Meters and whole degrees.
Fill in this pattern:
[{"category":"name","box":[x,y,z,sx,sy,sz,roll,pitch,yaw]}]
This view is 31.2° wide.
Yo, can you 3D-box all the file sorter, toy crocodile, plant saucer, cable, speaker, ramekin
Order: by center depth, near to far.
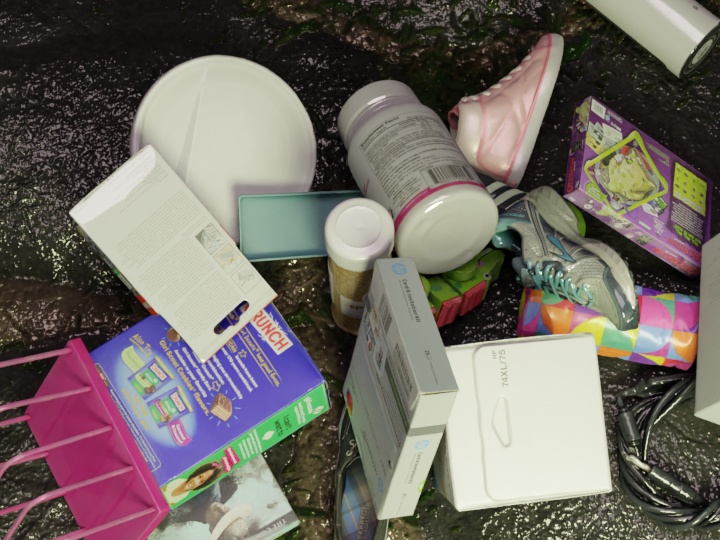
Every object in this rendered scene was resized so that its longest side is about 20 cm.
[{"category":"file sorter","box":[-0.304,0.195,1.245,0.125,0.139,0.201,-12,61,-44]},{"category":"cable","box":[0.363,0.180,1.315,0.198,0.051,0.164,-5,67,-2]},{"category":"toy crocodile","box":[0.083,0.031,1.351,0.199,0.068,0.062,-25,55,-38]},{"category":"plant saucer","box":[-0.043,-0.050,1.384,0.199,0.019,0.070,-4,96,-29]},{"category":"ramekin","box":[-0.156,-0.127,1.397,0.201,0.094,0.204,0,89,-20]},{"category":"speaker","box":[0.326,-0.318,1.517,0.081,0.081,0.200,-42,73,-16]}]

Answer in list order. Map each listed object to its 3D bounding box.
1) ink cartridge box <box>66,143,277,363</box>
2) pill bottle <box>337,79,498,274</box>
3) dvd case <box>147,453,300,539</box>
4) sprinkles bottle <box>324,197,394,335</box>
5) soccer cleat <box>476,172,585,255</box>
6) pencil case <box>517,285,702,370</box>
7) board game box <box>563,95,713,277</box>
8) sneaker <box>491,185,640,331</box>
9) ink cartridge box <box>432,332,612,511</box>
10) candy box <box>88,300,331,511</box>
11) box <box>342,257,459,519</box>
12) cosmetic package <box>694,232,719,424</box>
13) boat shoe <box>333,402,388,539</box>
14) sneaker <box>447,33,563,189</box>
[{"category":"ink cartridge box","box":[-0.189,-0.015,1.300,0.109,0.050,0.200,-42,97,-15]},{"category":"pill bottle","box":[0.054,-0.102,1.349,0.113,0.114,0.201,-21,50,-8]},{"category":"dvd case","box":[-0.171,0.209,1.325,0.145,0.022,0.201,-27,69,-11]},{"category":"sprinkles bottle","box":[0.000,0.000,1.316,0.068,0.200,0.069,0,66,1]},{"category":"soccer cleat","box":[0.147,-0.058,1.406,0.199,0.068,0.081,12,37,5]},{"category":"pencil case","box":[0.261,0.046,1.359,0.199,0.088,0.089,13,67,5]},{"category":"board game box","box":[0.301,-0.088,1.379,0.199,0.032,0.121,29,53,-27]},{"category":"sneaker","box":[0.202,0.002,1.295,0.086,0.078,0.200,-26,47,-14]},{"category":"ink cartridge box","box":[0.142,0.139,1.235,0.145,0.200,0.148,-6,87,-2]},{"category":"candy box","box":[-0.157,0.115,1.314,0.199,0.077,0.169,-32,66,-11]},{"category":"box","box":[0.032,0.112,1.204,0.041,0.201,0.157,-3,48,-17]},{"category":"cosmetic package","box":[0.450,0.069,1.282,0.198,0.123,0.201,21,58,-15]},{"category":"boat shoe","box":[0.003,0.203,1.301,0.069,0.066,0.201,8,67,4]},{"category":"sneaker","box":[0.161,-0.195,1.467,0.104,0.075,0.201,20,72,4]}]
